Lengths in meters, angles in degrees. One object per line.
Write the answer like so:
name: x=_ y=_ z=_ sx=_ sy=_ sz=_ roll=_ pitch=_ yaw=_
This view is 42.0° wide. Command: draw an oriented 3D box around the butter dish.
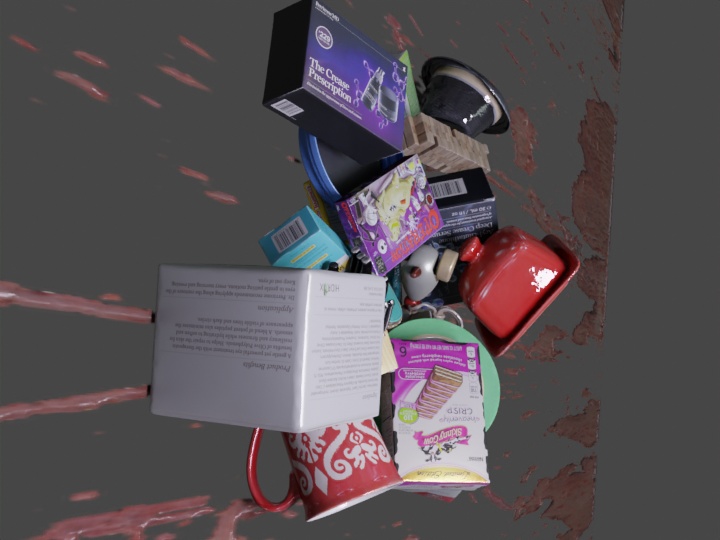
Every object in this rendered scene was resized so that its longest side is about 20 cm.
butter dish: x=0.217 y=0.004 z=1.467 sx=0.148 sy=0.199 sz=0.200 roll=38 pitch=11 yaw=-12

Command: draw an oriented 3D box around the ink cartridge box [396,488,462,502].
ink cartridge box: x=0.104 y=0.264 z=1.477 sx=0.200 sy=0.145 sz=0.145 roll=102 pitch=3 yaw=-67

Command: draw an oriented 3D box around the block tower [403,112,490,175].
block tower: x=0.139 y=-0.199 z=1.544 sx=0.200 sy=0.054 sz=0.058 roll=13 pitch=58 yaw=-48

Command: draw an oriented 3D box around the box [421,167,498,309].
box: x=0.154 y=-0.052 z=1.582 sx=0.107 sy=0.148 sz=0.200 roll=-100 pitch=177 yaw=-54

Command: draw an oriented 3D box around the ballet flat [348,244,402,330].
ballet flat: x=0.000 y=0.000 z=1.405 sx=0.070 sy=0.065 sz=0.200 roll=-9 pitch=75 yaw=-36

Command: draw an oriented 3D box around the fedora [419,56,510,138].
fedora: x=0.160 y=-0.277 z=1.622 sx=0.092 sy=0.201 sz=0.201 roll=-48 pitch=141 yaw=-14

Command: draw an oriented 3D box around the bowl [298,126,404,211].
bowl: x=-0.012 y=-0.168 z=1.342 sx=0.201 sy=0.039 sz=0.201 roll=21 pitch=61 yaw=-45

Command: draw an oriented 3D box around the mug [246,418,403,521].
mug: x=-0.061 y=0.207 z=1.195 sx=0.177 sy=0.133 sz=0.200 roll=-14 pitch=73 yaw=-26

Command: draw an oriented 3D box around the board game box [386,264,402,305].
board game box: x=0.027 y=-0.027 z=1.510 sx=0.135 sy=0.028 sz=0.200 roll=-25 pitch=114 yaw=-62

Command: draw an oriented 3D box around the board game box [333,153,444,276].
board game box: x=0.045 y=-0.079 z=1.327 sx=0.200 sy=0.032 sz=0.120 roll=-39 pitch=116 yaw=-49

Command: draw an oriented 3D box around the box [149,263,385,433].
box: x=-0.100 y=0.083 z=1.066 sx=0.200 sy=0.199 sz=0.171 roll=8 pitch=85 yaw=-63

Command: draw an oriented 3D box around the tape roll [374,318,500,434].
tape roll: x=0.103 y=0.171 z=1.371 sx=0.048 sy=0.200 sz=0.201 roll=121 pitch=-14 yaw=-64

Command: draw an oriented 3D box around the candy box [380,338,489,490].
candy box: x=0.100 y=0.199 z=1.297 sx=0.061 sy=0.136 sz=0.200 roll=124 pitch=-33 yaw=-64

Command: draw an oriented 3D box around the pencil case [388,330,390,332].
pencil case: x=0.007 y=0.180 z=1.415 sx=0.087 sy=0.087 sz=0.200 roll=55 pitch=46 yaw=-51

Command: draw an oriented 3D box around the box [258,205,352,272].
box: x=-0.051 y=-0.006 z=1.276 sx=0.200 sy=0.082 sz=0.049 roll=43 pitch=14 yaw=-55

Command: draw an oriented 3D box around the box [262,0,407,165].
box: x=-0.029 y=-0.249 z=1.252 sx=0.200 sy=0.079 sz=0.141 roll=25 pitch=59 yaw=-44

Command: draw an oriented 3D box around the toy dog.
toy dog: x=0.081 y=0.038 z=1.442 sx=0.096 sy=0.132 sz=0.200 roll=-49 pitch=140 yaw=-54

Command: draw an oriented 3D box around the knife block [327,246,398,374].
knife block: x=-0.021 y=0.065 z=1.282 sx=0.064 sy=0.200 sz=0.176 roll=-17 pitch=90 yaw=-29

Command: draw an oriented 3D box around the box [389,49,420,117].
box: x=0.043 y=-0.249 z=1.519 sx=0.200 sy=0.036 sz=0.144 roll=-56 pitch=140 yaw=-45

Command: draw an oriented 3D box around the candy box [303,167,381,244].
candy box: x=0.001 y=-0.096 z=1.384 sx=0.200 sy=0.026 sz=0.102 roll=-17 pitch=84 yaw=-52
